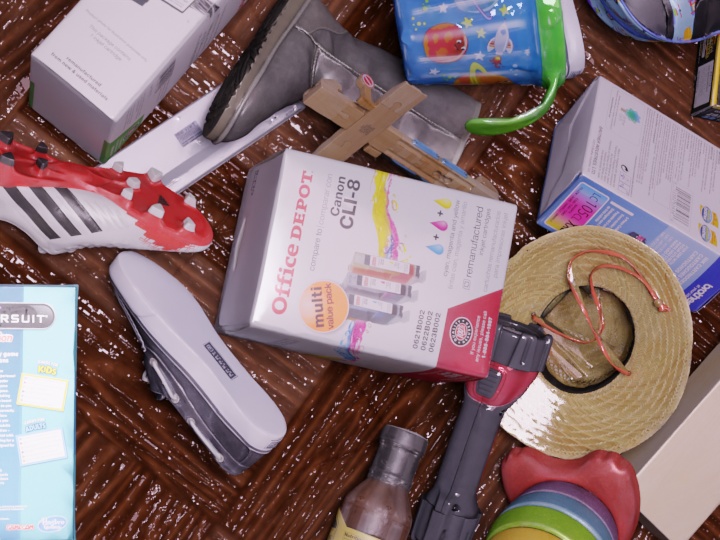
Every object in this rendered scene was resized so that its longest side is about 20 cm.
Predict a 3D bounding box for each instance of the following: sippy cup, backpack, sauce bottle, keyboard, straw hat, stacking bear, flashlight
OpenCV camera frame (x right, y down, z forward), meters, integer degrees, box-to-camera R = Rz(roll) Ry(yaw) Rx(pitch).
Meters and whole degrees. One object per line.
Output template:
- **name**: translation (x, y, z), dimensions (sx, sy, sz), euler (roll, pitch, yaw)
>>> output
- **sippy cup**: translation (0.093, -0.209, 1.279), dimensions (0.130, 0.140, 0.178), euler (-8, 42, 2)
- **backpack**: translation (0.262, -0.292, 1.378), dimensions (0.182, 0.134, 0.201), euler (-20, 90, -20)
- **sauce bottle**: translation (0.004, 0.227, 1.289), dimensions (0.065, 0.065, 0.201), euler (25, 77, -13)
- **keyboard**: translation (-0.139, -0.107, 1.307), dimensions (0.200, 0.011, 0.056), euler (-36, 90, -17)
- **straw hat**: translation (0.194, 0.055, 1.344), dimensions (0.200, 0.085, 0.202), euler (2, 100, 14)
- **stacking bear**: translation (0.140, 0.244, 1.257), dimensions (0.200, 0.121, 0.114), euler (-46, 127, -50)
- **flashlight**: translation (0.098, 0.136, 1.301), dimensions (0.067, 0.068, 0.201), euler (12, 103, -23)

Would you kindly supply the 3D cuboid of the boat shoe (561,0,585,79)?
- **boat shoe**: translation (0.129, -0.259, 1.375), dimensions (0.086, 0.075, 0.203), euler (-17, 98, -12)

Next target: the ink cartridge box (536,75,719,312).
- **ink cartridge box**: translation (0.262, -0.058, 1.360), dimensions (0.200, 0.076, 0.137), euler (28, 46, -11)

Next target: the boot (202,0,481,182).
- **boot**: translation (-0.012, -0.128, 1.313), dimensions (0.200, 0.073, 0.182), euler (39, 68, -17)

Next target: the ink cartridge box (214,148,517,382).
- **ink cartridge box**: translation (0.000, 0.000, 1.266), dimensions (0.199, 0.145, 0.146), euler (13, 83, -14)

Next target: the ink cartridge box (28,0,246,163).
- **ink cartridge box**: translation (-0.165, -0.196, 1.234), dimensions (0.084, 0.146, 0.200), euler (39, 74, -4)

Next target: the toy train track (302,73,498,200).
- **toy train track**: translation (0.035, -0.106, 1.271), dimensions (0.200, 0.115, 0.033), euler (30, 41, -32)

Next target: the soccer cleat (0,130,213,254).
- **soccer cleat**: translation (-0.217, -0.044, 1.245), dimensions (0.199, 0.069, 0.085), euler (17, 123, -21)

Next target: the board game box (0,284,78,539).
- **board game box**: translation (-0.297, 0.111, 1.216), dimensions (0.150, 0.047, 0.201), euler (2, 84, -17)

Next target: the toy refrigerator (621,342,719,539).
- **toy refrigerator**: translation (0.308, 0.140, 1.376), dimensions (0.076, 0.070, 0.200), euler (43, 85, -9)

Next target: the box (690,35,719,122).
- **box**: translation (0.413, -0.206, 1.463), dimensions (0.199, 0.049, 0.160), euler (11, 80, -16)

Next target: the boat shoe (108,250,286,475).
- **boat shoe**: translation (-0.145, 0.076, 1.257), dimensions (0.068, 0.072, 0.200), euler (-43, 84, 21)
